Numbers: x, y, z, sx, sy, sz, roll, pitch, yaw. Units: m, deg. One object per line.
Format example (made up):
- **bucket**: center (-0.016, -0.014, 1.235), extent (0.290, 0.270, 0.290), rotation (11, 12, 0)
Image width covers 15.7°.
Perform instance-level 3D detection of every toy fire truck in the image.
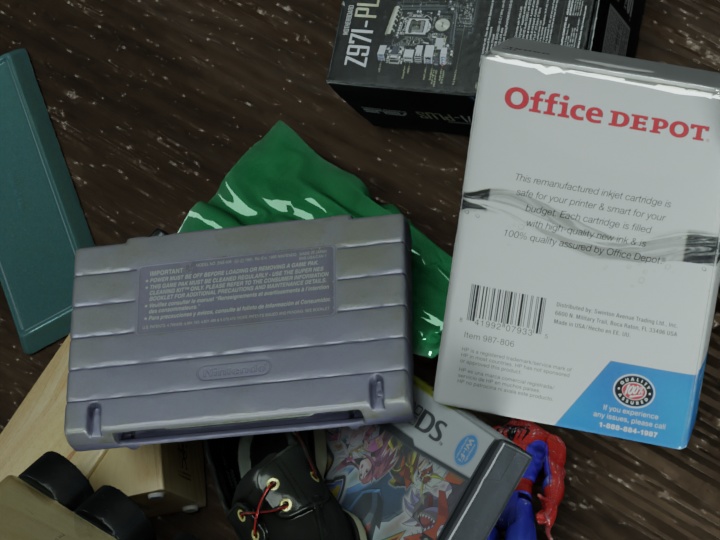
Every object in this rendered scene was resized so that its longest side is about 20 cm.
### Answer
- **toy fire truck**: center (-0.155, 0.236, 1.519), extent (0.176, 0.201, 0.129), rotation (26, 56, 35)

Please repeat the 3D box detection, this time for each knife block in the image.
- **knife block**: center (-0.157, 0.066, 1.604), extent (0.199, 0.064, 0.176), rotation (-13, 70, 19)

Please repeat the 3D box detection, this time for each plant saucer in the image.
- **plant saucer**: center (-0.220, -0.048, 1.688), extent (0.070, 0.019, 0.201), rotation (-27, 68, 13)

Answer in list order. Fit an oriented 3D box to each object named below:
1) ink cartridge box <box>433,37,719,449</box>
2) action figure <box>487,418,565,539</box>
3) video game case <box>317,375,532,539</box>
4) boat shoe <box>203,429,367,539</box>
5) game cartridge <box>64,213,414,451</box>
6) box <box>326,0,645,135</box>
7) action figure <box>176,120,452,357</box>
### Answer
- **ink cartridge box**: center (0.129, -0.018, 1.445), extent (0.144, 0.084, 0.201), rotation (11, 104, 11)
- **action figure**: center (0.081, 0.142, 1.468), extent (0.065, 0.052, 0.201), rotation (-2, 49, 16)
- **video game case**: center (-0.003, 0.157, 1.483), extent (0.201, 0.025, 0.181), rotation (-60, 32, 1)
- **boat shoe**: center (-0.046, 0.137, 1.480), extent (0.074, 0.063, 0.202), rotation (-46, 37, 21)
- **game cartridge**: center (-0.068, 0.034, 1.493), extent (0.199, 0.038, 0.130), rotation (-6, 55, 10)
- **box**: center (0.085, -0.186, 1.562), extent (0.163, 0.086, 0.201), rotation (6, 78, 23)
- **action figure**: center (0.000, 0.000, 1.555), extent (0.199, 0.055, 0.118), rotation (29, 64, 18)
